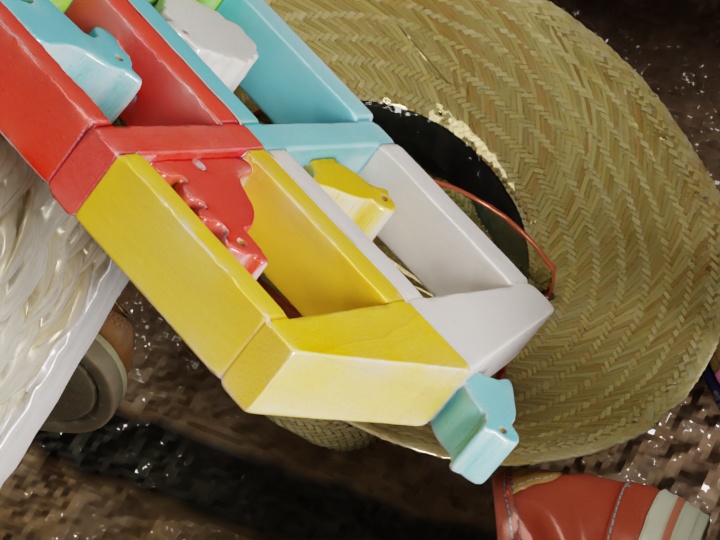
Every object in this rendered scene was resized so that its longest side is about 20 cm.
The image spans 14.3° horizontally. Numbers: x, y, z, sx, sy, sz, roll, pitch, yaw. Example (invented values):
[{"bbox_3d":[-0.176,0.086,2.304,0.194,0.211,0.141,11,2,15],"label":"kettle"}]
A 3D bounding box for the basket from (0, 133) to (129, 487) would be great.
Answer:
[{"bbox_3d":[-0.198,0.010,0.718,0.198,0.161,0.201,31,86,15],"label":"basket"}]

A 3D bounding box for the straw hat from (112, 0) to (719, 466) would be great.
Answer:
[{"bbox_3d":[0.000,0.000,0.788,0.200,0.085,0.202,16,42,-15],"label":"straw hat"}]

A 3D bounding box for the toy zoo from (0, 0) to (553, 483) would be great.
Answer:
[{"bbox_3d":[-0.032,-0.027,0.682,0.200,0.020,0.131,47,23,19],"label":"toy zoo"}]

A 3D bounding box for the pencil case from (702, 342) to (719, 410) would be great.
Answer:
[{"bbox_3d":[0.154,-0.030,0.777,0.086,0.200,0.083,6,56,-12],"label":"pencil case"}]

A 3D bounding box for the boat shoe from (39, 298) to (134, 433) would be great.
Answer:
[{"bbox_3d":[-0.146,-0.021,0.846,0.199,0.072,0.068,25,50,12],"label":"boat shoe"}]

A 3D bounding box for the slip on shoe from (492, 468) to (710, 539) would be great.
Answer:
[{"bbox_3d":[0.023,0.140,0.702,0.061,0.074,0.201,22,78,11],"label":"slip on shoe"}]

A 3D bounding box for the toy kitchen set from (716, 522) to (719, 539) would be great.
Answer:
[{"bbox_3d":[0.171,0.143,0.658,0.199,0.181,0.164,9,53,5],"label":"toy kitchen set"}]
